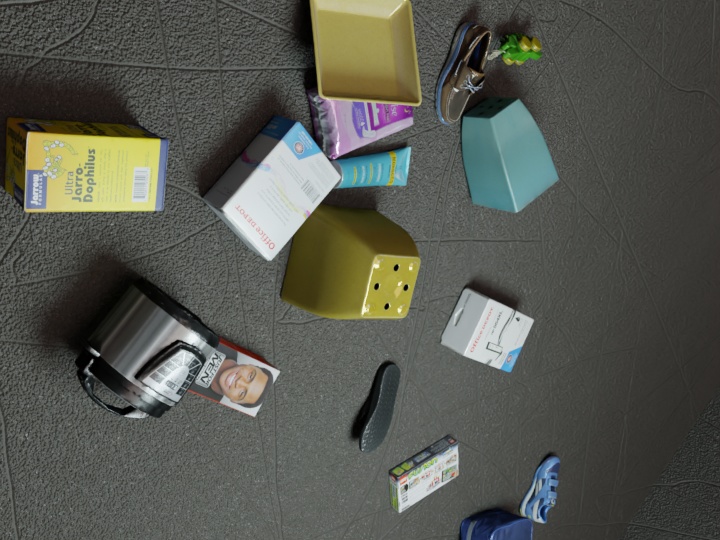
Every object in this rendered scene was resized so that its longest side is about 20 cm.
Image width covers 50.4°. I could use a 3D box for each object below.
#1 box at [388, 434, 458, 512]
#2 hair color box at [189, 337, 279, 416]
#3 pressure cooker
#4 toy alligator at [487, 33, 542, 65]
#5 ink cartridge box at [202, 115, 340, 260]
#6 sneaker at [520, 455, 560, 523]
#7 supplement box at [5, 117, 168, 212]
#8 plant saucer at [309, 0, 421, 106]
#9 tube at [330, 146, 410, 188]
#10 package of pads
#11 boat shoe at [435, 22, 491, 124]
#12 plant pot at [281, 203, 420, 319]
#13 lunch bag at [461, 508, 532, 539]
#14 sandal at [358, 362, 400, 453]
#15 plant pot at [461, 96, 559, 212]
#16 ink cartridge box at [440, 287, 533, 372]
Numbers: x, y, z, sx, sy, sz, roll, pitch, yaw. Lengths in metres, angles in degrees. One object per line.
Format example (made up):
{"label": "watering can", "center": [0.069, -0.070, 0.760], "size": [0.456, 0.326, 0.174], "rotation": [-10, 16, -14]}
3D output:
{"label": "box", "center": [0.158, 0.497, 1.879], "size": [0.198, 0.035, 0.112], "rotation": [-22, 121, -32]}
{"label": "hair color box", "center": [-0.250, 0.182, 1.389], "size": [0.199, 0.061, 0.102], "rotation": [33, 85, -44]}
{"label": "pressure cooker", "center": [-0.343, 0.137, 1.220], "size": [0.175, 0.179, 0.201], "rotation": [39, 81, -2]}
{"label": "toy alligator", "center": [0.313, -0.465, 1.583], "size": [0.198, 0.059, 0.055], "rotation": [-15, 76, -45]}
{"label": "ink cartridge box", "center": [-0.152, -0.141, 1.319], "size": [0.201, 0.084, 0.145], "rotation": [-51, 131, -12]}
{"label": "sneaker", "center": [0.541, 0.638, 2.226], "size": [0.073, 0.082, 0.202], "rotation": [21, 92, -41]}
{"label": "supplement box", "center": [-0.391, -0.150, 1.098], "size": [0.198, 0.108, 0.111], "rotation": [-4, 112, -39]}
{"label": "plant saucer", "center": [0.001, -0.377, 1.315], "size": [0.197, 0.048, 0.203], "rotation": [-2, 82, -26]}
{"label": "tube", "center": [0.022, -0.193, 1.473], "size": [0.198, 0.050, 0.078], "rotation": [-13, 124, -41]}
{"label": "package of pads", "center": [0.002, -0.292, 1.389], "size": [0.198, 0.075, 0.122], "rotation": [-27, 124, -29]}
{"label": "boat shoe", "center": [0.206, -0.387, 1.519], "size": [0.072, 0.072, 0.203], "rotation": [2, 107, -39]}
{"label": "plant pot", "center": [0.000, 0.000, 1.427], "size": [0.194, 0.199, 0.197], "rotation": [3, 107, -41]}
{"label": "lunch bag", "center": [0.371, 0.734, 2.094], "size": [0.198, 0.131, 0.138], "rotation": [1, 92, -39]}
{"label": "sandal", "center": [0.038, 0.303, 1.697], "size": [0.075, 0.048, 0.203], "rotation": [26, 78, -42]}
{"label": "plant pot", "center": [0.301, -0.253, 1.614], "size": [0.141, 0.141, 0.202], "rotation": [-36, 121, -22]}
{"label": "ink cartridge box", "center": [0.302, 0.143, 1.816], "size": [0.199, 0.084, 0.148], "rotation": [22, 94, -43]}
